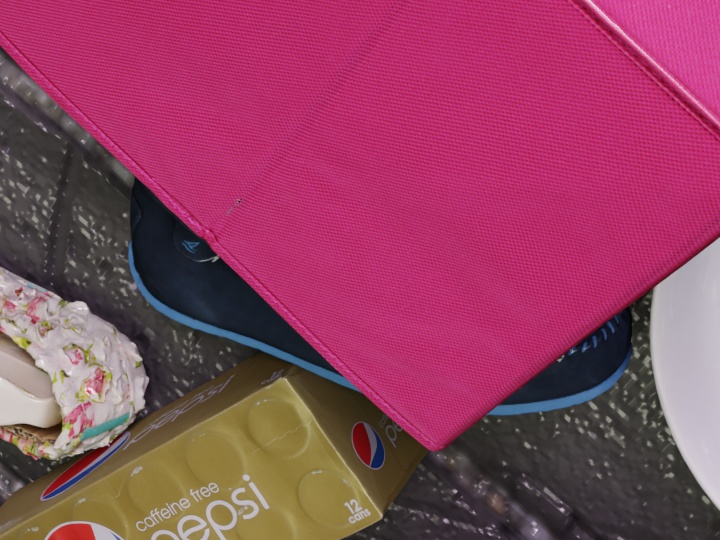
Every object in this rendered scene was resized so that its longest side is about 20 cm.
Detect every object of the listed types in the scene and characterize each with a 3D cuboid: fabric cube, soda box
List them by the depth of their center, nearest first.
[{"bbox_3d":[0.041,-0.107,0.655,0.200,0.196,0.199,42,149,-1],"label":"fabric cube"},{"bbox_3d":[-0.070,0.093,0.918,0.199,0.064,0.068,-30,100,31],"label":"soda box"}]

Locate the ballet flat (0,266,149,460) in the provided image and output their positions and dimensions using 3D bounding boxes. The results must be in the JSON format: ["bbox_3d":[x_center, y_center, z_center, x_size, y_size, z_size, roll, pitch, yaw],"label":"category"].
[{"bbox_3d":[-0.181,0.021,0.931,0.198,0.064,0.076,19,119,15],"label":"ballet flat"}]

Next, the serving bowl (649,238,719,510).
[{"bbox_3d":[0.200,0.018,0.763,0.198,0.066,0.202,9,117,19],"label":"serving bowl"}]

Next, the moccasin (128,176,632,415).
[{"bbox_3d":[0.000,0.000,0.830,0.198,0.081,0.069,10,129,18],"label":"moccasin"}]
